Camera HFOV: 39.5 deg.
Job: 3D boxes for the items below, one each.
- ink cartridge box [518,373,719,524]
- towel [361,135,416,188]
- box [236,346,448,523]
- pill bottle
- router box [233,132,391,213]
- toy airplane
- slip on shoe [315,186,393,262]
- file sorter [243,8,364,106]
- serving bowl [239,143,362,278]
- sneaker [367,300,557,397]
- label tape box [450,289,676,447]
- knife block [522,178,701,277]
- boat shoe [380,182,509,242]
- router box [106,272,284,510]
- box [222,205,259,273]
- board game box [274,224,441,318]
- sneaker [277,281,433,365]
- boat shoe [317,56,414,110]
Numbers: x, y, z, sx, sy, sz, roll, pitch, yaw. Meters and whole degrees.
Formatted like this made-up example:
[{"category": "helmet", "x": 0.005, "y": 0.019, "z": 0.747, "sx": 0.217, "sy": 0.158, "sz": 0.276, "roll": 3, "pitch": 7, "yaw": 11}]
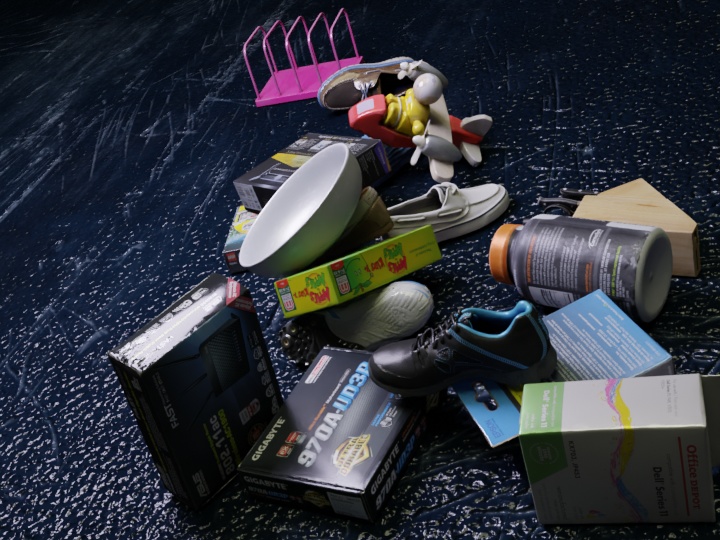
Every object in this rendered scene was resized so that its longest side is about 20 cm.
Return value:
[{"category": "ink cartridge box", "x": 0.247, "y": 0.159, "z": 0.883, "sx": 0.196, "sy": 0.119, "sz": 0.068, "roll": -6, "pitch": 33, "yaw": 19}, {"category": "towel", "x": 0.027, "y": -0.190, "z": 1.608, "sx": 0.110, "sy": 0.049, "sz": 0.199, "roll": 15, "pitch": 45, "yaw": 43}, {"category": "box", "x": -0.015, "y": 0.168, "z": 1.073, "sx": 0.156, "sy": 0.047, "sz": 0.201, "roll": 4, "pitch": 38, "yaw": 31}, {"category": "pill bottle", "x": 0.247, "y": -0.008, "z": 1.154, "sx": 0.197, "sy": 0.108, "sz": 0.106, "roll": 10, "pitch": 41, "yaw": 37}, {"category": "router box", "x": -0.074, "y": -0.139, "z": 1.480, "sx": 0.156, "sy": 0.053, "sz": 0.199, "roll": -36, "pitch": 28, "yaw": -25}, {"category": "toy airplane", "x": 0.106, "y": -0.231, "z": 1.508, "sx": 0.199, "sy": 0.143, "sz": 0.198, "roll": 37, "pitch": 53, "yaw": 23}, {"category": "slip on shoe", "x": -0.036, "y": -0.038, "z": 1.361, "sx": 0.199, "sy": 0.061, "sz": 0.076, "roll": -36, "pitch": 15, "yaw": 33}, {"category": "file sorter", "x": -0.114, "y": -0.422, "z": 1.968, "sx": 0.196, "sy": 0.127, "sz": 0.140, "roll": -6, "pitch": 33, "yaw": 19}, {"category": "serving bowl", "x": -0.065, "y": -0.065, "z": 1.272, "sx": 0.200, "sy": 0.066, "sz": 0.201, "roll": -41, "pitch": 22, "yaw": 21}, {"category": "sneaker", "x": 0.095, "y": 0.073, "z": 1.014, "sx": 0.196, "sy": 0.083, "sz": 0.074, "roll": -10, "pitch": 35, "yaw": 20}, {"category": "label tape box", "x": 0.200, "y": 0.117, "z": 1.025, "sx": 0.197, "sy": 0.064, "sz": 0.145, "roll": -25, "pitch": 32, "yaw": -5}, {"category": "knife block", "x": 0.292, "y": -0.039, "z": 1.222, "sx": 0.173, "sy": 0.065, "sz": 0.201, "roll": -21, "pitch": 32, "yaw": -4}, {"category": "boat shoe", "x": 0.114, "y": -0.087, "z": 1.380, "sx": 0.197, "sy": 0.067, "sz": 0.072, "roll": -20, "pitch": 30, "yaw": -10}, {"category": "router box", "x": -0.164, "y": 0.128, "z": 1.060, "sx": 0.061, "sy": 0.203, "sz": 0.149, "roll": 20, "pitch": 47, "yaw": 39}, {"category": "box", "x": -0.098, "y": -0.066, "z": 1.488, "sx": 0.196, "sy": 0.038, "sz": 0.138, "roll": -11, "pitch": 32, "yaw": 11}, {"category": "board game box", "x": 0.000, "y": 0.000, "z": 1.238, "sx": 0.101, "sy": 0.048, "sz": 0.198, "roll": -18, "pitch": 3, "yaw": 45}, {"category": "sneaker", "x": -0.004, "y": 0.066, "z": 1.219, "sx": 0.196, "sy": 0.073, "sz": 0.072, "roll": -17, "pitch": 3, "yaw": 10}, {"category": "boat shoe", "x": 0.019, "y": -0.335, "z": 1.816, "sx": 0.197, "sy": 0.073, "sz": 0.073, "roll": -21, "pitch": 32, "yaw": -5}]
